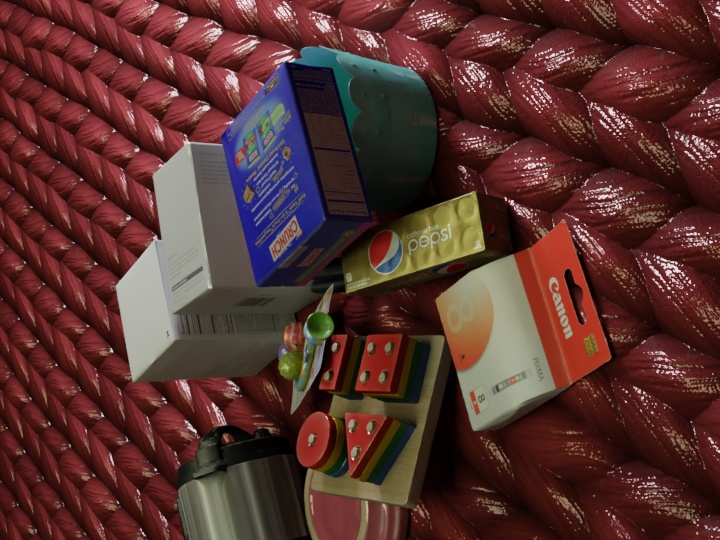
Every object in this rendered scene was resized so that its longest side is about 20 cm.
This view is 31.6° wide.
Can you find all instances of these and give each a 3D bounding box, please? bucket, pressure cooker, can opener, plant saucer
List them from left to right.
[{"bbox_3d":[-0.157,0.309,1.731,0.176,0.176,0.203,-44,58,59],"label":"pressure cooker"},{"bbox_3d":[-0.014,0.297,1.630,0.199,0.050,0.204,-3,87,56],"label":"plant saucer"},{"bbox_3d":[-0.009,-0.164,1.554,0.206,0.133,0.211,-4,86,55],"label":"bucket"},{"bbox_3d":[0.000,0.000,1.600,0.199,0.064,0.079,-19,30,45],"label":"can opener"}]

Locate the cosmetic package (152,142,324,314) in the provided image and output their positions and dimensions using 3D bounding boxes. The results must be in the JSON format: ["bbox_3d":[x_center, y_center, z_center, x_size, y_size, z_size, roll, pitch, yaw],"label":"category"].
[{"bbox_3d":[-0.157,-0.053,1.715,0.122,0.197,0.203,-29,66,51],"label":"cosmetic package"}]

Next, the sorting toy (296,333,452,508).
[{"bbox_3d":[0.005,0.169,1.528,0.199,0.069,0.202,-5,67,54],"label":"sorting toy"}]

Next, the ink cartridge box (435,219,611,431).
[{"bbox_3d":[0.168,0.063,1.363,0.200,0.049,0.164,-44,55,51],"label":"ink cartridge box"}]

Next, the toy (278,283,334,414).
[{"bbox_3d":[-0.080,0.102,1.661,0.200,0.046,0.117,128,153,-62],"label":"toy"}]

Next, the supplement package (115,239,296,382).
[{"bbox_3d":[-0.218,0.058,1.803,0.152,0.198,0.153,-40,58,48],"label":"supplement package"}]

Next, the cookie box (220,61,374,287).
[{"bbox_3d":[-0.077,-0.107,1.468,0.171,0.074,0.203,-39,59,48],"label":"cookie box"}]

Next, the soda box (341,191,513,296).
[{"bbox_3d":[0.072,-0.027,1.444,0.198,0.064,0.069,-18,74,35],"label":"soda box"}]
